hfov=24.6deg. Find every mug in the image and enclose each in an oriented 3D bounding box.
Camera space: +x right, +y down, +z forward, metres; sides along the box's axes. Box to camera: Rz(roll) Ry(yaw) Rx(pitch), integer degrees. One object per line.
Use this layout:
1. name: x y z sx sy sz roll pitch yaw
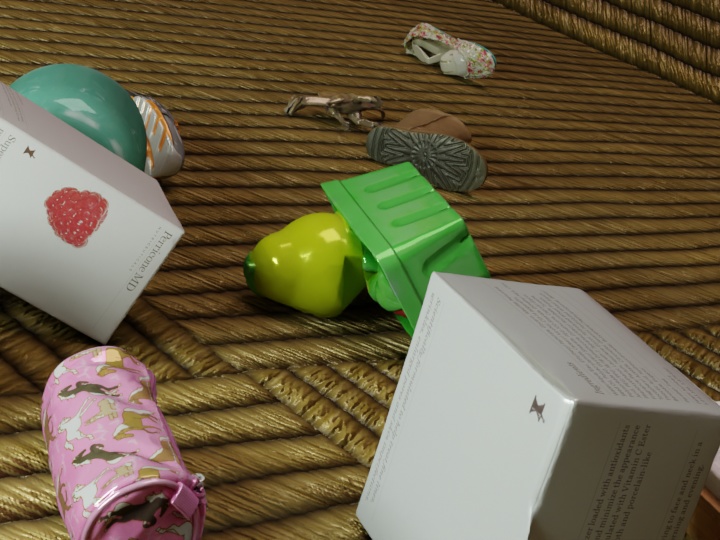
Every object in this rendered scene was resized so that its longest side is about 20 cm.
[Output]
1. mug: -0.282 -0.088 1.505 0.152 0.185 0.115 37 15 -18

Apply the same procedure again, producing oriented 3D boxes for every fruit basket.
1. fruit basket: 0.000 0.000 1.549 0.214 0.156 0.216 -22 30 13

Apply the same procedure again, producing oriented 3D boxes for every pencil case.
1. pencil case: -0.158 0.123 1.078 0.086 0.084 0.200 8 19 -23

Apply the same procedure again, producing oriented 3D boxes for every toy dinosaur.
1. toy dinosaur: -0.009 -0.226 2.262 0.199 0.059 0.101 0 24 -43

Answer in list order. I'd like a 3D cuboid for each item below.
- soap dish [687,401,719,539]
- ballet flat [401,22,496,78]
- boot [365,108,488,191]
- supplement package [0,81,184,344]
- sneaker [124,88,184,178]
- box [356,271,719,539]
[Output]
1. soap dish: 0.338 0.173 1.347 0.198 0.082 0.157 -2 25 -25
2. ballet flat: 0.147 -0.365 2.816 0.064 0.076 0.199 -32 39 -26
3. boot: 0.112 -0.168 2.193 0.174 0.067 0.200 23 18 15
4. supplement package: -0.263 -0.054 1.335 0.199 0.122 0.120 32 10 -29
5. sneaker: -0.232 -0.154 1.826 0.077 0.079 0.200 16 17 -35
6. box: 0.114 0.133 1.106 0.130 0.201 0.200 8 21 -28
